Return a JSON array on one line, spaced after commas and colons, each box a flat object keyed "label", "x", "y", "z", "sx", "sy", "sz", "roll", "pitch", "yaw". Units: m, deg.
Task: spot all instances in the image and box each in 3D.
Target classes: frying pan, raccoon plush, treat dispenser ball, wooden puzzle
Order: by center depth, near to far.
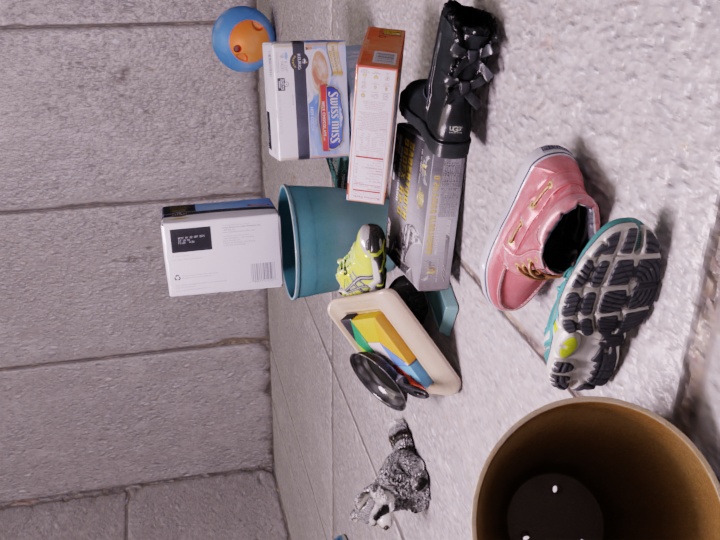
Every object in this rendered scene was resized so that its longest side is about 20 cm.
[{"label": "frying pan", "x": 0.039, "y": 0.152, "z": 1.199, "sx": 0.115, "sy": 0.031, "sz": 0.190, "roll": 46, "pitch": 156, "yaw": 4}, {"label": "wooden puzzle", "x": 0.040, "y": 0.114, "z": 1.220, "sx": 0.185, "sy": 0.037, "sz": 0.200, "roll": 54, "pitch": 154, "yaw": -10}, {"label": "raccoon plush", "x": 0.033, "y": 0.353, "z": 1.405, "sx": 0.200, "sy": 0.133, "sz": 0.097, "roll": -116, "pitch": 23, "yaw": -57}, {"label": "treat dispenser ball", "x": -0.369, "y": -0.728, "z": 2.586, "sx": 0.201, "sy": 0.199, "sz": 0.202, "roll": 175, "pitch": 90, "yaw": -77}]

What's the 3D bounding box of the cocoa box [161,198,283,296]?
[{"label": "cocoa box", "x": -0.244, "y": -0.045, "z": 1.447, "sx": 0.131, "sy": 0.199, "sz": 0.134, "roll": -128, "pitch": 34, "yaw": -68}]

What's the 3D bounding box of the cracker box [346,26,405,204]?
[{"label": "cracker box", "x": 0.022, "y": -0.210, "z": 1.118, "sx": 0.134, "sy": 0.057, "sz": 0.201, "roll": -79, "pitch": -4, "yaw": -52}]

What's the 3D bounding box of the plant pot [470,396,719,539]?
[{"label": "plant pot", "x": 0.177, "y": 0.211, "z": 0.684, "sx": 0.200, "sy": 0.185, "sz": 0.188, "roll": 80, "pitch": -179, "yaw": -74}]

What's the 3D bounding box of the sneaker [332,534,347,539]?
[{"label": "sneaker", "x": -0.072, "y": 0.729, "z": 2.115, "sx": 0.200, "sy": 0.089, "sz": 0.079, "roll": 125, "pitch": 138, "yaw": -72}]

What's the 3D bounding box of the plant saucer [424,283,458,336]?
[{"label": "plant saucer", "x": 0.104, "y": 0.000, "z": 1.222, "sx": 0.070, "sy": 0.019, "sz": 0.201, "roll": 100, "pitch": 160, "yaw": -49}]

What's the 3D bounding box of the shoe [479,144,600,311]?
[{"label": "shoe", "x": 0.171, "y": -0.015, "z": 0.797, "sx": 0.091, "sy": 0.071, "sz": 0.201, "roll": -101, "pitch": 18, "yaw": -48}]

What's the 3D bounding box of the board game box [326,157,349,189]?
[{"label": "board game box", "x": -0.055, "y": -0.285, "z": 1.777, "sx": 0.136, "sy": 0.028, "sz": 0.201, "roll": 97, "pitch": 161, "yaw": -45}]

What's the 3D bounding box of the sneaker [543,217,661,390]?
[{"label": "sneaker", "x": 0.196, "y": 0.024, "z": 0.714, "sx": 0.201, "sy": 0.077, "sz": 0.080, "roll": 100, "pitch": 169, "yaw": -48}]

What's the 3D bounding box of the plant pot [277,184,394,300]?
[{"label": "plant pot", "x": -0.038, "y": -0.056, "z": 1.440, "sx": 0.200, "sy": 0.187, "sz": 0.202, "roll": 175, "pitch": 90, "yaw": -78}]

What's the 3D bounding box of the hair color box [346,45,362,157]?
[{"label": "hair color box", "x": 0.001, "y": -0.291, "z": 1.458, "sx": 0.099, "sy": 0.060, "sz": 0.201, "roll": 108, "pitch": 155, "yaw": -60}]

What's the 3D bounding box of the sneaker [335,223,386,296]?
[{"label": "sneaker", "x": 0.000, "y": 0.000, "z": 1.215, "sx": 0.200, "sy": 0.076, "sz": 0.076, "roll": 89, "pitch": -172, "yaw": -59}]

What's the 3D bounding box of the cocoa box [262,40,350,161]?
[{"label": "cocoa box", "x": -0.096, "y": -0.302, "z": 1.448, "sx": 0.133, "sy": 0.130, "sz": 0.201, "roll": -134, "pitch": 40, "yaw": -70}]

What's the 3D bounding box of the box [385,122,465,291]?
[{"label": "box", "x": 0.086, "y": -0.092, "z": 1.149, "sx": 0.158, "sy": 0.048, "sz": 0.201, "roll": -125, "pitch": 37, "yaw": -63}]

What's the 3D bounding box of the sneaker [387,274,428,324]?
[{"label": "sneaker", "x": 0.061, "y": 0.069, "z": 1.286, "sx": 0.088, "sy": 0.075, "sz": 0.201, "roll": -99, "pitch": 5, "yaw": -46}]

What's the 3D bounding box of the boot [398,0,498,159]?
[{"label": "boot", "x": 0.104, "y": -0.246, "z": 1.003, "sx": 0.199, "sy": 0.073, "sz": 0.163, "roll": -109, "pitch": 22, "yaw": -55}]
